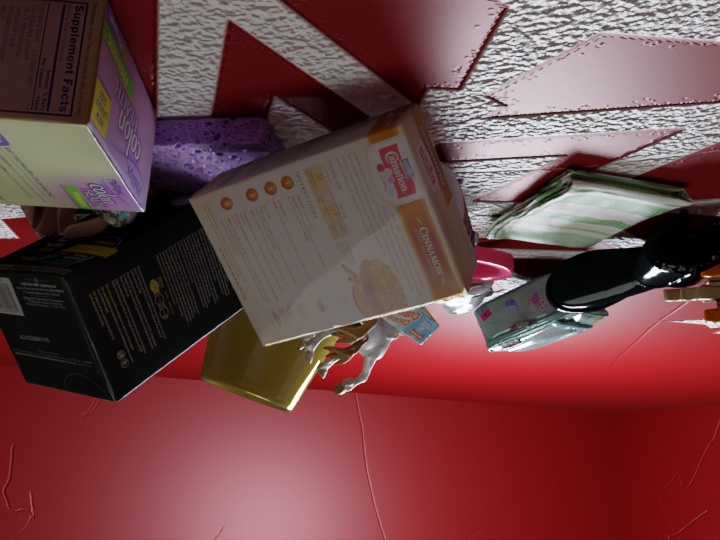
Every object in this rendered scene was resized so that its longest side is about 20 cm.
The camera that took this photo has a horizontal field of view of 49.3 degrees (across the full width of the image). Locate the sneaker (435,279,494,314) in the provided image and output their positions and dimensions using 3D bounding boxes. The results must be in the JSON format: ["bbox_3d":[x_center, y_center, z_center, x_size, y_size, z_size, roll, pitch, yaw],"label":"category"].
[{"bbox_3d":[0.095,0.025,1.123,0.200,0.075,0.115,-4,162,14],"label":"sneaker"}]

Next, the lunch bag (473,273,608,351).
[{"bbox_3d":[0.271,0.064,1.157,0.160,0.077,0.200,-25,163,30],"label":"lunch bag"}]

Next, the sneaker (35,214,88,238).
[{"bbox_3d":[-0.294,-0.045,0.954,0.200,0.070,0.099,13,169,-23],"label":"sneaker"}]

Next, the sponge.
[{"bbox_3d":[-0.172,-0.108,0.748,0.200,0.030,0.112,0,165,10],"label":"sponge"}]

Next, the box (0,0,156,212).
[{"bbox_3d":[-0.272,-0.121,0.583,0.200,0.097,0.176,4,165,-2],"label":"box"}]

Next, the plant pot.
[{"bbox_3d":[-0.116,0.078,1.041,0.201,0.189,0.201,19,165,5],"label":"plant pot"}]

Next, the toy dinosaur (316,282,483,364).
[{"bbox_3d":[0.008,0.033,0.760,0.200,0.106,0.060,1,139,23],"label":"toy dinosaur"}]

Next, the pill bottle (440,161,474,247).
[{"bbox_3d":[0.062,-0.036,0.822,0.111,0.112,0.200,-1,165,13],"label":"pill bottle"}]

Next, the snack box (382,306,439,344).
[{"bbox_3d":[0.000,0.000,0.893,0.037,0.116,0.200,-45,131,10],"label":"snack box"}]

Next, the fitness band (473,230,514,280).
[{"bbox_3d":[0.094,-0.021,0.995,0.200,0.037,0.144,7,169,10],"label":"fitness band"}]

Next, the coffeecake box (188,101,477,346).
[{"bbox_3d":[-0.020,-0.035,0.679,0.200,0.154,0.073,-16,-159,22],"label":"coffeecake box"}]

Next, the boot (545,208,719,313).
[{"bbox_3d":[0.322,-0.009,0.922,0.200,0.077,0.168,-12,167,6],"label":"boot"}]

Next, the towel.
[{"bbox_3d":[0.246,-0.061,0.873,0.152,0.023,0.200,6,165,-15],"label":"towel"}]

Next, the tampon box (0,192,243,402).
[{"bbox_3d":[-0.233,0.014,0.777,0.150,0.126,0.200,2,-153,36],"label":"tampon box"}]

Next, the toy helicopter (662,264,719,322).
[{"bbox_3d":[0.514,0.031,1.130,0.132,0.079,0.200,-4,178,-12],"label":"toy helicopter"}]

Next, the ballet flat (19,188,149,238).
[{"bbox_3d":[-0.282,-0.065,0.741,0.200,0.072,0.072,5,170,37],"label":"ballet flat"}]

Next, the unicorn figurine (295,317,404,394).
[{"bbox_3d":[-0.002,0.080,0.969,0.074,0.137,0.200,44,171,26],"label":"unicorn figurine"}]
